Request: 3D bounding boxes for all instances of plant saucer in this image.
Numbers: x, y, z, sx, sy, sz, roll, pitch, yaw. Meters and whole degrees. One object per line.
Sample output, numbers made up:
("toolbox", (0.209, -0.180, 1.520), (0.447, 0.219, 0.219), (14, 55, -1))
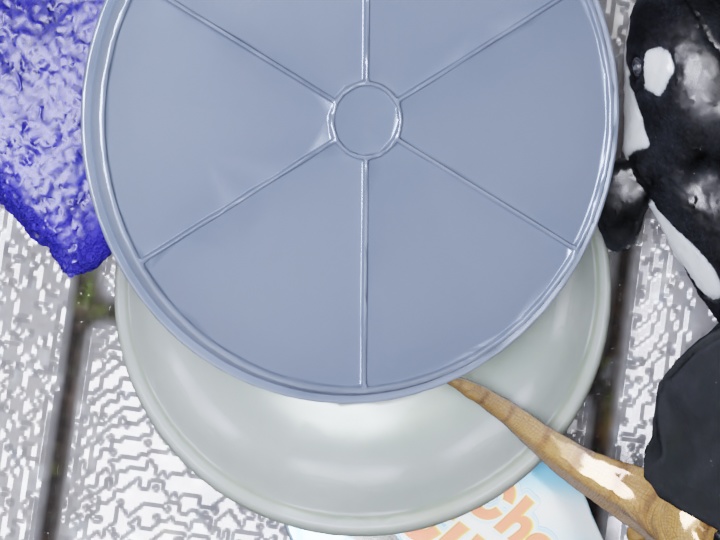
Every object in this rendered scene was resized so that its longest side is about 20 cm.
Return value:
("plant saucer", (0.000, 0.000, 0.802), (0.198, 0.050, 0.202), (-1, 73, 2))

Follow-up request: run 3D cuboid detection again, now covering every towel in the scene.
("towel", (-0.082, -0.116, 0.745), (0.200, 0.050, 0.148), (-45, 90, -3))

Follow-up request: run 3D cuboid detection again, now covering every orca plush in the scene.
("orca plush", (0.148, -0.009, 0.789), (0.104, 0.071, 0.202), (-5, 104, -9))

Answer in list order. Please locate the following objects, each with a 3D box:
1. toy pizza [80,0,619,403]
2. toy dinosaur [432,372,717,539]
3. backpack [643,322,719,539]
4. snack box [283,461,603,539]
("toy pizza", (-0.002, -0.054, 0.731), (0.198, 0.032, 0.203), (-2, 98, -18))
("toy dinosaur", (0.121, 0.095, 0.780), (0.198, 0.107, 0.061), (23, 47, 13))
("backpack", (0.226, 0.040, 0.726), (0.199, 0.163, 0.155), (1, 106, -40))
("snack box", (0.050, 0.146, 0.822), (0.115, 0.037, 0.202), (-23, 87, -5))
